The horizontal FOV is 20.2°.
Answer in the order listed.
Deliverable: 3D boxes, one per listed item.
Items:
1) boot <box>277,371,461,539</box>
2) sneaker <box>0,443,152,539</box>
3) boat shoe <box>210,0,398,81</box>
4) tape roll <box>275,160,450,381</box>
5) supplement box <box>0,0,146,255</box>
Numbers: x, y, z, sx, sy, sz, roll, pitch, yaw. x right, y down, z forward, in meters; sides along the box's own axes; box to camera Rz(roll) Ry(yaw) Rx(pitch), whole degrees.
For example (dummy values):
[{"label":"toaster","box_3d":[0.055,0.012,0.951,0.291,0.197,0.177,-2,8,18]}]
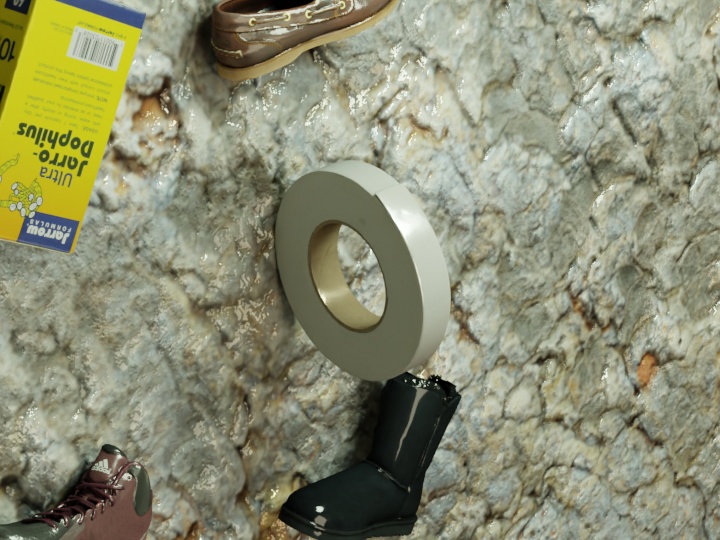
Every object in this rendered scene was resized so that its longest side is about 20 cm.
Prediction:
[{"label":"boot","box_3d":[0.012,0.177,1.983,0.200,0.076,0.169,5,105,-53]},{"label":"sneaker","box_3d":[-0.250,0.203,1.748,0.200,0.075,0.116,20,86,-57]},{"label":"boat shoe","box_3d":[-0.046,-0.234,1.772,0.200,0.070,0.071,-31,130,-33]},{"label":"tape roll","box_3d":[0.000,0.000,1.815,0.037,0.202,0.204,-22,120,-37]},{"label":"supplement box","box_3d":[-0.265,-0.128,1.568,0.109,0.109,0.201,13,96,-47]}]
